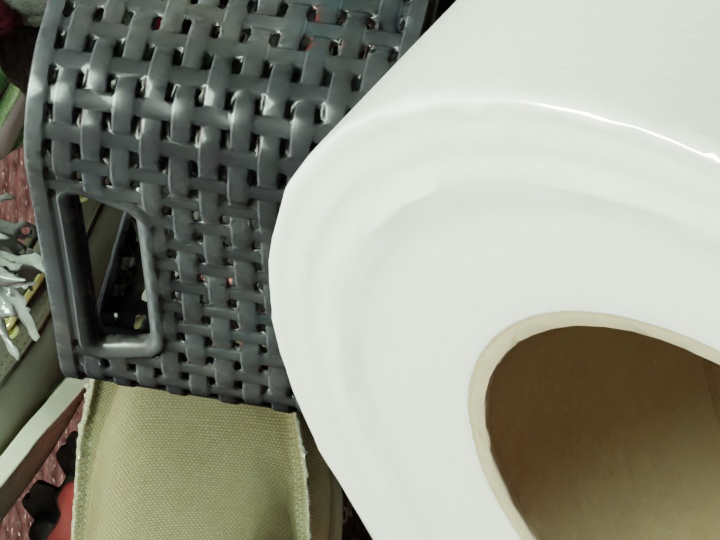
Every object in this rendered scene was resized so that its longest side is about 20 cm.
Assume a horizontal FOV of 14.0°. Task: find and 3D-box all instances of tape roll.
[{"bbox_3d":[0.082,0.026,0.541,0.202,0.071,0.203,30,147,22],"label":"tape roll"}]

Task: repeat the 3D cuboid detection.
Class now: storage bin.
[{"bbox_3d":[-0.016,-0.074,0.778,0.135,0.094,0.200,90,-170,-56],"label":"storage bin"}]

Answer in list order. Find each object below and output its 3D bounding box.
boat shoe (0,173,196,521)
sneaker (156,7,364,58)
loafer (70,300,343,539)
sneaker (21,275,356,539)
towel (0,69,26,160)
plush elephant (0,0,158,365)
[{"bbox_3d":[-0.119,0.031,0.991,0.202,0.060,0.072,-56,3,-34],"label":"boat shoe"},{"bbox_3d":[-0.053,-0.074,1.035,0.081,0.075,0.200,-51,9,-7],"label":"sneaker"},{"bbox_3d":[-0.045,0.090,0.818,0.068,0.076,0.200,71,-166,-64],"label":"loafer"},{"bbox_3d":[-0.026,0.038,0.972,0.201,0.098,0.071,-54,1,24],"label":"sneaker"},{"bbox_3d":[-0.067,-0.135,0.957,0.153,0.023,0.200,-58,5,32],"label":"towel"},{"bbox_3d":[-0.130,-0.087,0.786,0.155,0.200,0.165,-54,-14,-19],"label":"plush elephant"}]
